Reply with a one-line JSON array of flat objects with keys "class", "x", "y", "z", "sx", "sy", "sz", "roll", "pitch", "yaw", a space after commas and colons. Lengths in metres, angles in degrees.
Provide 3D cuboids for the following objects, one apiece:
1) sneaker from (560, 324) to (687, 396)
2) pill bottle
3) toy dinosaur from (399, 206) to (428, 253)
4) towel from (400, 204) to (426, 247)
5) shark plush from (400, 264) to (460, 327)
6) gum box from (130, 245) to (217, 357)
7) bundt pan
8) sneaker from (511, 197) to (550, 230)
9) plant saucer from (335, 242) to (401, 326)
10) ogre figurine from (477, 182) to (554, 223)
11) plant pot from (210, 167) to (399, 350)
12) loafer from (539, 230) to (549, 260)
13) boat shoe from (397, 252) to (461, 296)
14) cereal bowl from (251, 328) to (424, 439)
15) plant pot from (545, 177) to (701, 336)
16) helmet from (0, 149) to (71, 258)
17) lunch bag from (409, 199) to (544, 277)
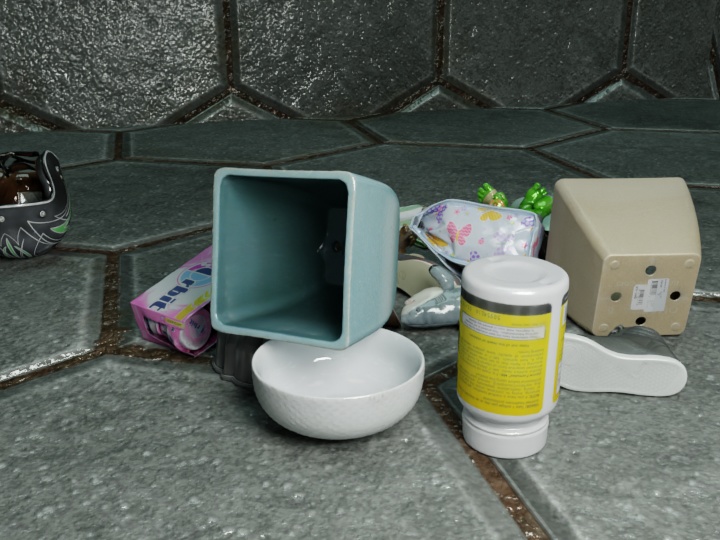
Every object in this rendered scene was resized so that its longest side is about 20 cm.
[{"class": "sneaker", "x": 0.308, "y": 0.107, "z": 1.052, "sx": 0.199, "sy": 0.071, "sz": 0.099, "roll": 9, "pitch": 19, "yaw": 8}, {"class": "pill bottle", "x": 0.162, "y": 0.094, "z": 0.889, "sx": 0.114, "sy": 0.201, "sz": 0.114, "roll": 0, "pitch": 20, "yaw": 0}, {"class": "toy dinosaur", "x": 0.061, "y": -0.042, "z": 1.464, "sx": 0.200, "sy": 0.060, "sz": 0.106, "roll": -32, "pitch": 16, "yaw": 40}, {"class": "towel", "x": 0.127, "y": -0.095, "z": 1.665, "sx": 0.149, "sy": 0.031, "sz": 0.200, "roll": -14, "pitch": 24, "yaw": -31}, {"class": "shark plush", "x": 0.161, "y": 0.074, "z": 1.203, "sx": 0.199, "sy": 0.091, "sz": 0.083, "roll": 21, "pitch": 41, "yaw": 0}, {"class": "gum box", "x": -0.226, "y": 0.038, "z": 1.192, "sx": 0.113, "sy": 0.066, "sz": 0.200, "roll": 13, "pitch": 39, "yaw": 34}, {"class": "bundt pan", "x": -0.105, "y": 0.084, "z": 1.109, "sx": 0.201, "sy": 0.076, "sz": 0.202, "roll": -1, "pitch": 20, "yaw": 0}, {"class": "sneaker", "x": 0.309, "y": -0.099, "z": 1.596, "sx": 0.117, "sy": 0.074, "sz": 0.201, "roll": 0, "pitch": 21, "yaw": -15}, {"class": "plant saucer", "x": 0.000, "y": 0.000, "z": 1.200, "sx": 0.034, "sy": 0.201, "sz": 0.200, "roll": -27, "pitch": 22, "yaw": 0}, {"class": "ogre figurine", "x": 0.264, "y": -0.101, "z": 1.464, "sx": 0.199, "sy": 0.099, "sz": 0.120, "roll": 12, "pitch": 34, "yaw": 15}, {"class": "plant pot", "x": -0.047, "y": -0.024, "z": 1.015, "sx": 0.195, "sy": 0.197, "sz": 0.200, "roll": 6, "pitch": 7, "yaw": 29}, {"class": "loafer", "x": 0.394, "y": -0.029, "z": 1.414, "sx": 0.199, "sy": 0.072, "sz": 0.073, "roll": 9, "pitch": 22, "yaw": 26}, {"class": "boat shoe", "x": 0.090, "y": 0.007, "z": 1.333, "sx": 0.199, "sy": 0.072, "sz": 0.062, "roll": 13, "pitch": 21, "yaw": 43}, {"class": "cereal bowl", "x": -0.025, "y": 0.137, "z": 0.947, "sx": 0.199, "sy": 0.084, "sz": 0.200, "roll": -1, "pitch": 19, "yaw": 0}, {"class": "plant pot", "x": 0.393, "y": -0.009, "z": 1.206, "sx": 0.199, "sy": 0.201, "sz": 0.177, "roll": 0, "pitch": 31, "yaw": 0}, {"class": "helmet", "x": -0.629, "y": -0.116, "z": 1.504, "sx": 0.199, "sy": 0.192, "sz": 0.200, "roll": -6, "pitch": -19, "yaw": -2}, {"class": "lunch bag", "x": 0.191, "y": -0.048, "z": 1.338, "sx": 0.199, "sy": 0.128, "sz": 0.170, "roll": 14, "pitch": 0, "yaw": 16}]
